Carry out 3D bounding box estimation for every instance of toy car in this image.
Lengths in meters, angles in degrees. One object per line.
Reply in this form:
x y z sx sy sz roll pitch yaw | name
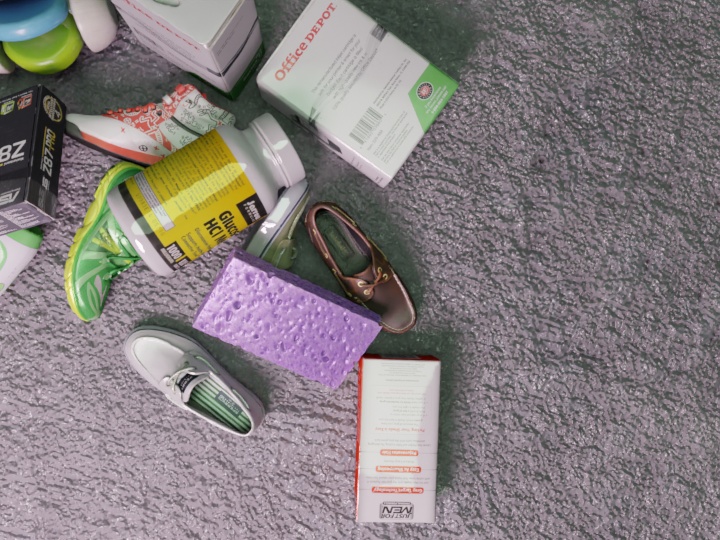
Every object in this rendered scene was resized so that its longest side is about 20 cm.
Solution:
-0.388 -0.331 0.759 0.175 0.150 0.200 -14 91 -5 | toy car

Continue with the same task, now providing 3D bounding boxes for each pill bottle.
-0.167 -0.090 0.748 0.200 0.112 0.113 -33 92 -7 | pill bottle

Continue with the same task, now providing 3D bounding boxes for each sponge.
-0.087 0.061 0.803 0.200 0.030 0.112 26 113 -17 | sponge

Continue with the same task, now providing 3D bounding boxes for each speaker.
-0.469 0.015 0.787 0.088 0.088 0.200 39 87 -4 | speaker

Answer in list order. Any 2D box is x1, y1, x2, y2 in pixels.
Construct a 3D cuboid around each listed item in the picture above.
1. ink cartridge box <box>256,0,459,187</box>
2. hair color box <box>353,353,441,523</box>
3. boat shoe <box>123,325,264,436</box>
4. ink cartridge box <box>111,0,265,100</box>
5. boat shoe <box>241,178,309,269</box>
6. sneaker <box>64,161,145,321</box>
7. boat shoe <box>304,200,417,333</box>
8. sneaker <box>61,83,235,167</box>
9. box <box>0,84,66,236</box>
-0.005 -0.222 0.821 0.200 0.084 0.146 37 87 -3 | ink cartridge box
0.045 0.207 0.838 0.101 0.061 0.200 3 89 -5 | hair color box
-0.202 0.132 0.815 0.200 0.067 0.074 31 87 -4 | boat shoe
-0.193 -0.286 0.749 0.147 0.200 0.083 33 87 -4 | ink cartridge box
-0.112 -0.024 0.829 0.062 0.072 0.200 29 98 -17 | boat shoe
-0.294 -0.031 0.805 0.083 0.074 0.200 19 88 0 | sneaker
0.000 0.000 0.831 0.070 0.070 0.200 -41 94 -4 | boat shoe
-0.254 -0.181 0.813 0.201 0.067 0.108 18 88 -8 | sneaker
-0.432 -0.107 0.749 0.200 0.049 0.161 -14 64 13 | box
